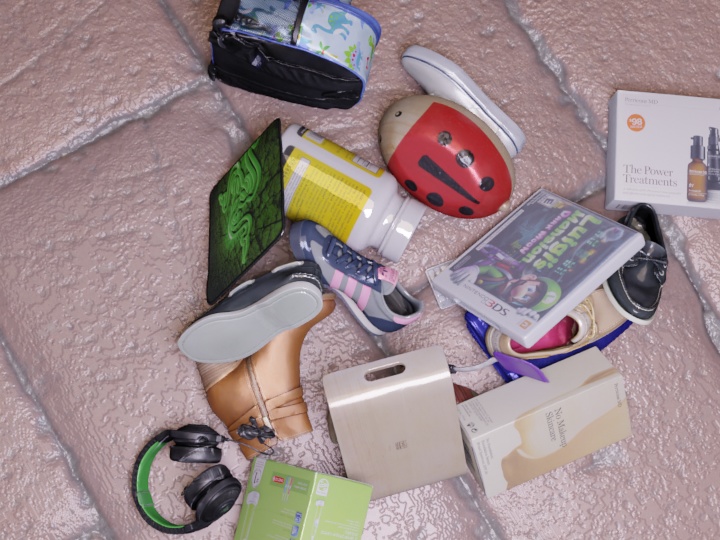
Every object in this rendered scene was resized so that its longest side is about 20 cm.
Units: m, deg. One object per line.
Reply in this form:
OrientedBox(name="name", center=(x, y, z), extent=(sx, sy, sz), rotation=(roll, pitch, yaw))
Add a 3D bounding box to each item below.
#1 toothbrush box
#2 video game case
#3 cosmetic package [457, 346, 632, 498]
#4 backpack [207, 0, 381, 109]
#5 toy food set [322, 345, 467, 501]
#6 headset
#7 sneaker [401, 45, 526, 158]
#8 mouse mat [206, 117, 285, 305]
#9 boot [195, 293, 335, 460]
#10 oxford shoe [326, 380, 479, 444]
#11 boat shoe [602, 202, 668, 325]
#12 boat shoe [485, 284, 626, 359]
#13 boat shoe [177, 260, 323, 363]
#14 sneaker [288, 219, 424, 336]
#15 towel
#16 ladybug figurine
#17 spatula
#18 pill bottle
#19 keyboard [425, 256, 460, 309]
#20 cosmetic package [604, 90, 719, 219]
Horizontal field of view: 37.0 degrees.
OrientedBox(name="toothbrush box", center=(-0.079, 0.327, 1.239), extent=(0.086, 0.145, 0.201), rotation=(22, 76, -32))
OrientedBox(name="video game case", center=(0.214, -0.010, 1.318), extent=(0.200, 0.182, 0.023), rotation=(-39, 129, -15))
OrientedBox(name="cosmetic package", center=(0.221, 0.184, 1.307), extent=(0.199, 0.071, 0.105), rotation=(-23, 122, -6))
OrientedBox(name="backpack", center=(-0.076, -0.295, 1.341), extent=(0.199, 0.183, 0.148), rotation=(17, 80, -5))
OrientedBox(name="toy food set", center=(0.043, 0.186, 1.273), extent=(0.143, 0.201, 0.060), rotation=(-15, 37, -3))
OrientedBox(name="headset", center=(-0.189, 0.232, 1.266), extent=(0.200, 0.094, 0.124), rotation=(-29, 70, 15))
OrientedBox(name="sneaker", center=(0.122, -0.209, 1.392), extent=(0.200, 0.073, 0.071), rotation=(41, 77, 4))
OrientedBox(name="mouse mat", center=(-0.139, -0.072, 1.287), extent=(0.008, 0.161, 0.201), rotation=(25, 40, -29))
OrientedBox(name="boot", center=(-0.092, 0.127, 1.323), extent=(0.200, 0.074, 0.155), rotation=(-28, 81, 4))
OrientedBox(name="oxford shoe", center=(0.055, 0.178, 1.334), extent=(0.199, 0.071, 0.074), rotation=(1, 111, -8))
OrientedBox(name="boat shoe", center=(0.344, -0.015, 1.317), extent=(0.074, 0.066, 0.200), rotation=(28, 37, -2))
OrientedBox(name="boat shoe", center=(0.253, 0.066, 1.305), extent=(0.199, 0.069, 0.074), rotation=(-21, 95, -11))
OrientedBox(name="boat shoe", center=(-0.127, 0.050, 1.271), extent=(0.199, 0.076, 0.060), rotation=(-20, 37, 20))
OrientedBox(name="sneaker", center=(0.000, 0.000, 1.300), extent=(0.200, 0.082, 0.070), rotation=(42, 46, -32))
OrientedBox(name="towel", center=(0.242, 0.057, 1.364), extent=(0.200, 0.050, 0.148), rotation=(-36, 99, -9))
OrientedBox(name="ladybug figurine", center=(0.106, -0.136, 1.353), extent=(0.200, 0.072, 0.136), rotation=(34, 120, 3))
OrientedBox(name="spatula", center=(0.130, 0.116, 1.312), extent=(0.199, 0.057, 0.021), rotation=(-1, 61, 29))
OrientedBox(name="pill bottle", center=(-0.022, -0.091, 1.343), extent=(0.200, 0.111, 0.112), rotation=(28, 80, 3))
OrientedBox(name="keyboard", center=(0.185, -0.009, 1.392), extent=(0.199, 0.011, 0.056), rotation=(-20, 82, -7))
OrientedBox(name="cosmetic package", center=(0.425, -0.150, 1.412), extent=(0.199, 0.052, 0.151), rotation=(4, 77, -3))
